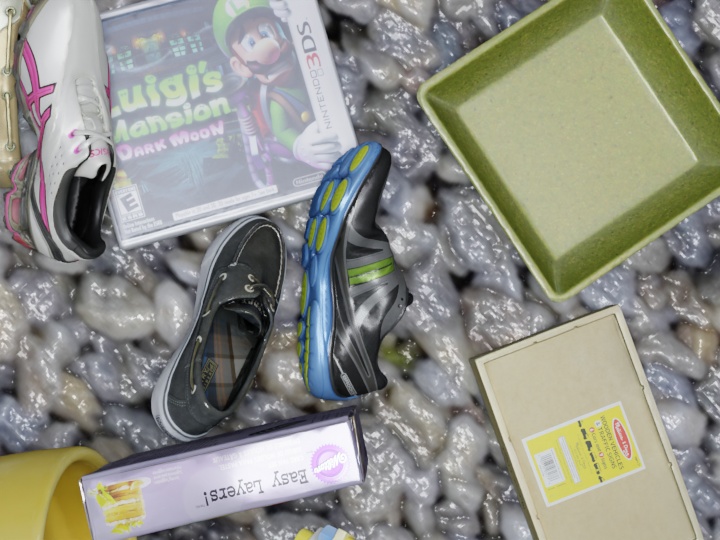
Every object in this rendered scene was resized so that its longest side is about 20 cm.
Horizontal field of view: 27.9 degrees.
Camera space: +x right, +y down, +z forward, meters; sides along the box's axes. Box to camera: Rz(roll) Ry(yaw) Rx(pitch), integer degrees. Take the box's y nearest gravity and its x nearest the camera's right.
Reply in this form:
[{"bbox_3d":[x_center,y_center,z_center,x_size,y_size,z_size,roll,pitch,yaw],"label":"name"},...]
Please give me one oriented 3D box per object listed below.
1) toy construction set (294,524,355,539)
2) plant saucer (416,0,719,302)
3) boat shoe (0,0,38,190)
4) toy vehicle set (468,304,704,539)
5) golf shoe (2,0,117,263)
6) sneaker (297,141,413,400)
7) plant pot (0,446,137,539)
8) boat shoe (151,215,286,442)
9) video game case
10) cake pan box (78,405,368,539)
[{"bbox_3d":[-0.072,0.280,1.044,0.200,0.131,0.092,-36,53,-24],"label":"toy construction set"},{"bbox_3d":[0.173,-0.107,1.137,0.200,0.048,0.200,-34,90,-7],"label":"plant saucer"},{"bbox_3d":[-0.266,-0.163,1.086,0.063,0.073,0.201,11,88,-12],"label":"boat shoe"},{"bbox_3d":[0.177,0.141,1.133,0.124,0.027,0.200,-19,89,-7],"label":"toy vehicle set"},{"bbox_3d":[-0.204,-0.105,1.053,0.073,0.092,0.200,-11,112,-47],"label":"golf shoe"},{"bbox_3d":[0.000,0.000,1.101,0.083,0.071,0.200,3,99,-18],"label":"sneaker"},{"bbox_3d":[-0.272,0.229,1.008,0.189,0.201,0.201,-6,87,10],"label":"plant pot"},{"bbox_3d":[-0.089,0.037,1.055,0.069,0.057,0.200,39,50,-25],"label":"boat shoe"},{"bbox_3d":[-0.114,-0.129,1.121,0.200,0.023,0.182,-16,88,-6],"label":"video game case"},{"bbox_3d":[-0.087,0.138,1.019,0.184,0.200,0.052,-11,87,-1],"label":"cake pan box"}]
